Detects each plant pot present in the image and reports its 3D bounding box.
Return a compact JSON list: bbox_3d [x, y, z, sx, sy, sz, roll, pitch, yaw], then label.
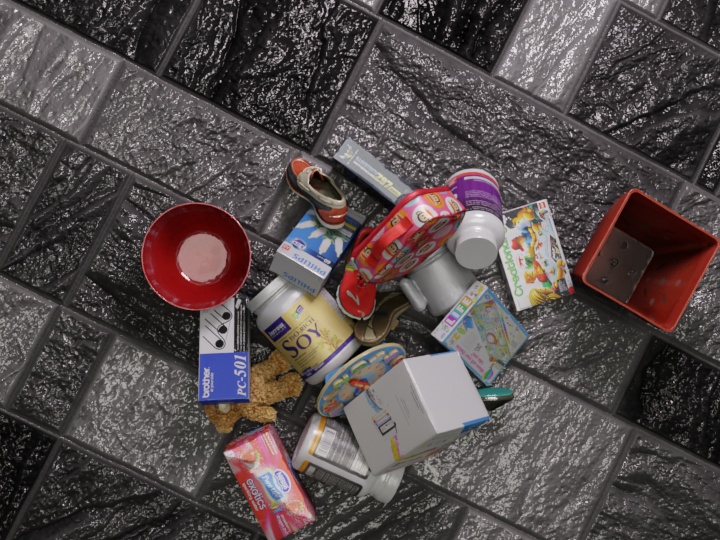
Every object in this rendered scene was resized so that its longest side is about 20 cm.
[{"bbox_3d":[0.527,-0.018,1.498,0.200,0.176,0.200,30,87,-4],"label":"plant pot"}]

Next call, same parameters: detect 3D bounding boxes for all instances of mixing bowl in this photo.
[{"bbox_3d":[-0.306,-0.025,1.468,0.200,0.108,0.200,0,88,-5],"label":"mixing bowl"}]

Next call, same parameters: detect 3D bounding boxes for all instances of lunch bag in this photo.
[{"bbox_3d":[0.077,-0.057,1.351,0.200,0.176,0.082,-46,74,31],"label":"lunch bag"}]

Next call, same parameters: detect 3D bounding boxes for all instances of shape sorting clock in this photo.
[{"bbox_3d":[0.004,0.210,1.454,0.200,0.200,0.039,-32,60,-4],"label":"shape sorting clock"}]

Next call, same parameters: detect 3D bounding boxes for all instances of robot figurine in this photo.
[{"bbox_3d":[0.155,0.008,1.500,0.170,0.113,0.200,-35,92,-25],"label":"robot figurine"}]

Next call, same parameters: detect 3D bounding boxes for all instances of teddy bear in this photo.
[{"bbox_3d":[-0.211,0.233,1.493,0.200,0.067,0.145,-10,88,-5],"label":"teddy bear"}]

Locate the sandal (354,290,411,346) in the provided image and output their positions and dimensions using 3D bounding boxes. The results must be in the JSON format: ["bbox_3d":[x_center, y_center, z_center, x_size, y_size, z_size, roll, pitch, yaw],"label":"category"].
[{"bbox_3d":[0.043,0.095,1.473,0.080,0.200,0.054,10,122,20],"label":"sandal"}]

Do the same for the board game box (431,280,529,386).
[{"bbox_3d":[0.235,0.124,1.486,0.134,0.034,0.200,-49,132,-4],"label":"board game box"}]

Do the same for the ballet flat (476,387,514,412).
[{"bbox_3d":[0.202,0.263,1.530,0.200,0.068,0.068,4,99,6],"label":"ballet flat"}]

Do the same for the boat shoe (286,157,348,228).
[{"bbox_3d":[-0.083,-0.161,1.460,0.071,0.063,0.200,-16,47,-22],"label":"boat shoe"}]

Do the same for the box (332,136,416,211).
[{"bbox_3d":[0.022,-0.174,1.449,0.158,0.200,0.051,37,90,-3],"label":"box"}]

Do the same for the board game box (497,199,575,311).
[{"bbox_3d":[0.342,-0.031,1.554,0.126,0.035,0.200,-18,91,-4],"label":"board game box"}]

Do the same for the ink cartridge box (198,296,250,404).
[{"bbox_3d":[-0.258,0.152,1.469,0.094,0.044,0.200,-2,70,-2],"label":"ink cartridge box"}]

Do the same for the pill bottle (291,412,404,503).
[{"bbox_3d":[-0.022,0.364,1.482,0.200,0.116,0.116,26,88,-4],"label":"pill bottle"}]

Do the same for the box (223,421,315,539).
[{"bbox_3d":[-0.173,0.403,1.479,0.100,0.095,0.200,-26,91,-4],"label":"box"}]

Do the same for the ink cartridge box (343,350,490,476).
[{"bbox_3d":[0.100,0.263,1.415,0.147,0.200,0.145,-4,60,-42],"label":"ink cartridge box"}]

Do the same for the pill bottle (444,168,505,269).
[{"bbox_3d":[0.213,-0.097,1.458,0.112,0.200,0.113,2,131,3],"label":"pill bottle"}]

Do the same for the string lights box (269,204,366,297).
[{"bbox_3d":[-0.078,-0.052,1.449,0.103,0.059,0.200,30,45,2],"label":"string lights box"}]

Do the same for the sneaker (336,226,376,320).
[{"bbox_3d":[0.000,0.000,1.461,0.077,0.085,0.200,9,53,-5],"label":"sneaker"}]

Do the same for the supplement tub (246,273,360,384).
[{"bbox_3d":[-0.105,0.100,1.463,0.145,0.145,0.200,-42,93,-4],"label":"supplement tub"}]
